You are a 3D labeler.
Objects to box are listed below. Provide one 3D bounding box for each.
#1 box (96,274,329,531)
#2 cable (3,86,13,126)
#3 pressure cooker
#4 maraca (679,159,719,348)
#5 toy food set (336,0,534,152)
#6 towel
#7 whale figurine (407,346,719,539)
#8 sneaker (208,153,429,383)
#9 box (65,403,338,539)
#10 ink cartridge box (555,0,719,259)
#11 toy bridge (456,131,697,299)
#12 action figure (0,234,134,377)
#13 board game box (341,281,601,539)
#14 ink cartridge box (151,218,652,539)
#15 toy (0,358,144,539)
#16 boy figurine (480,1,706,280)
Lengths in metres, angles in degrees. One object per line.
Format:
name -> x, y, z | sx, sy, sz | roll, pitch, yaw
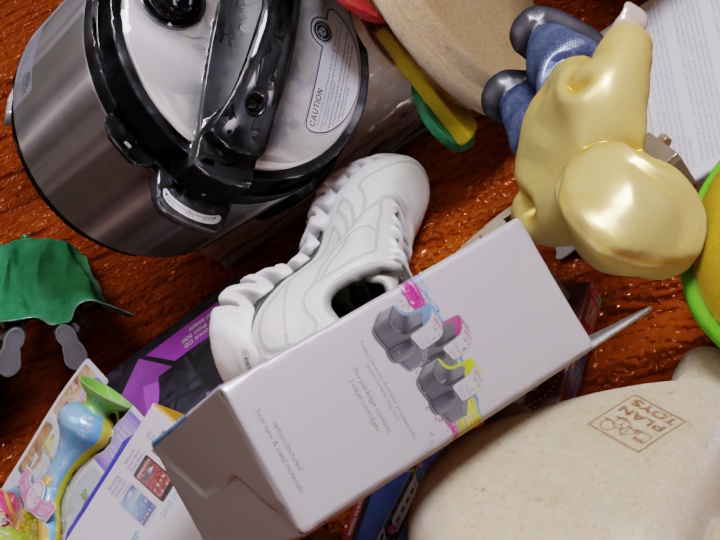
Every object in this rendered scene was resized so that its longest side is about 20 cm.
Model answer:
box -> -0.096, 0.112, 0.774 | 0.142, 0.036, 0.201 | -36, 40, 14
cable -> -0.171, -0.181, 1.082 | 0.199, 0.069, 0.201 | -28, 31, 16
pressure cooker -> -0.094, -0.108, 0.803 | 0.178, 0.177, 0.199 | -27, 0, -37
maraca -> 0.229, -0.031, 0.617 | 0.200, 0.107, 0.137 | -45, 62, -12
toy food set -> 0.040, -0.174, 0.832 | 0.048, 0.201, 0.198 | -30, 16, 30
towel -> -0.045, -0.110, 0.964 | 0.199, 0.032, 0.192 | -35, 40, 5
whale figurine -> 0.113, 0.110, 0.600 | 0.199, 0.105, 0.158 | -30, 37, -30
sneaker -> 0.000, 0.000, 0.767 | 0.080, 0.076, 0.200 | -5, 32, 34
box -> -0.075, 0.155, 0.667 | 0.199, 0.041, 0.120 | 33, 89, 32
ink cartridge box -> 0.195, -0.098, 0.776 | 0.199, 0.050, 0.163 | -35, 36, 33
toy bridge -> 0.085, -0.005, 0.733 | 0.200, 0.027, 0.067 | -40, 33, 2
action figure -> -0.218, 0.014, 0.938 | 0.117, 0.055, 0.200 | -2, 19, -14
board game box -> 0.052, 0.093, 0.704 | 0.102, 0.019, 0.201 | -4, 50, 33
ink cartridge box -> 0.019, 0.046, 0.615 | 0.199, 0.068, 0.115 | -28, -4, -28
toy -> -0.200, 0.146, 0.785 | 0.201, 0.047, 0.115 | -56, 35, -3
boy figurine -> 0.110, -0.065, 0.669 | 0.201, 0.064, 0.125 | -107, 37, -60
